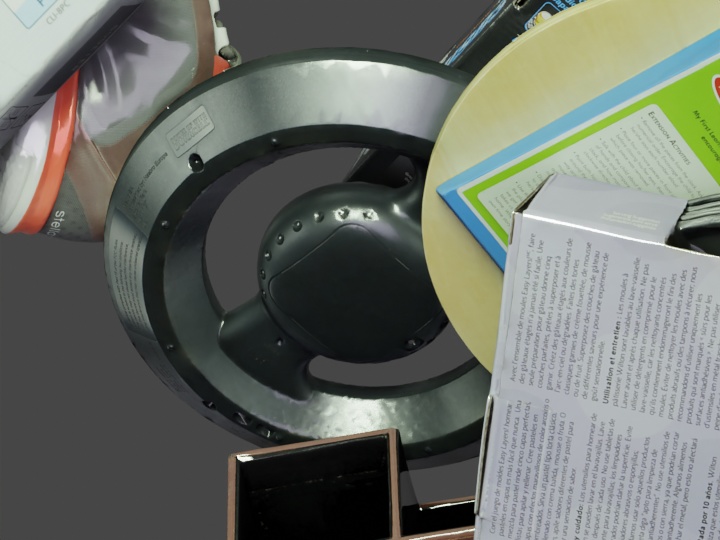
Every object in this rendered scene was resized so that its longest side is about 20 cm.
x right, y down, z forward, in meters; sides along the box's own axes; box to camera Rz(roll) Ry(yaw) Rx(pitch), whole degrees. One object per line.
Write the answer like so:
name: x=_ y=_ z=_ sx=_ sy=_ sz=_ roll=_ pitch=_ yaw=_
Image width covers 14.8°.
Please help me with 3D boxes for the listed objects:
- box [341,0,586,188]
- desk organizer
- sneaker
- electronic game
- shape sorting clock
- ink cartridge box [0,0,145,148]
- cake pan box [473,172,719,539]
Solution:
box: x=0.123 y=-0.034 z=1.051 sx=0.200 sy=0.050 sz=0.199 roll=38 pitch=131 yaw=-6
desk organizer: x=0.051 y=0.105 z=1.071 sx=0.200 sy=0.072 sz=0.077 roll=-10 pitch=129 yaw=6
sneaker: x=-0.082 y=-0.102 z=1.079 sx=0.082 sy=0.077 sz=0.200 roll=17 pitch=104 yaw=-16
electronic game: x=0.000 y=0.000 z=1.063 sx=0.200 sy=0.042 sz=0.200 roll=4 pitch=129 yaw=5
shape sorting clock: x=0.122 y=-0.016 z=0.992 sx=0.200 sy=0.039 sz=0.200 roll=6 pitch=127 yaw=8
ink cartridge box: x=-0.195 y=-0.127 z=1.032 sx=0.160 sy=0.047 sz=0.200 roll=-43 pitch=86 yaw=19
cake pan box: x=0.134 y=0.073 z=0.957 sx=0.184 sy=0.052 sz=0.200 roll=10 pitch=113 yaw=14
